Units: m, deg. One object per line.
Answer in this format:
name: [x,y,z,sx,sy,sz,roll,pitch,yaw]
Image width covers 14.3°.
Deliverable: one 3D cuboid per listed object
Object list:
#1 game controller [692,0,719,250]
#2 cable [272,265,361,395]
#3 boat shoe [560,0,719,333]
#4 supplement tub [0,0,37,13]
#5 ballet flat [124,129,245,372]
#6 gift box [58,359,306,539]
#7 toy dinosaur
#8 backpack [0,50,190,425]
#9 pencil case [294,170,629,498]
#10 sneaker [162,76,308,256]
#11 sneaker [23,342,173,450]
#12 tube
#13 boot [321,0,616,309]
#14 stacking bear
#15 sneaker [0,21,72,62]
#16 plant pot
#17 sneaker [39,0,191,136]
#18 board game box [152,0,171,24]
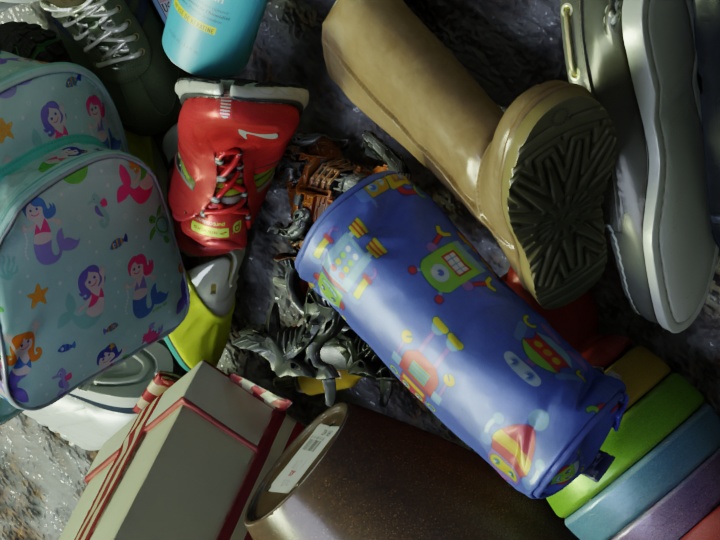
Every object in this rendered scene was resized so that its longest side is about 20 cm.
game controller: [0.224,-0.080,1.469,0.104,0.042,0.200,5,125,21]
cable: [0.028,0.037,1.735,0.199,0.050,0.097,6,107,24]
boat shoe: [0.146,-0.064,1.516,0.060,0.072,0.202,8,118,34]
supplement tub: [-0.166,-0.230,1.515,0.200,0.145,0.145,-31,98,39]
ballet flat: [-0.109,-0.026,1.777,0.067,0.067,0.200,-13,111,22]
gift box: [-0.080,0.175,1.784,0.184,0.187,0.200,37,144,-16]
toy dinosaur: [0.000,0.000,1.641,0.102,0.200,0.136,17,113,-24]
backpack: [-0.202,-0.023,1.677,0.150,0.177,0.200,10,122,47]
pencil case: [0.058,0.033,1.537,0.200,0.087,0.078,44,151,16]
sneaker: [-0.073,-0.056,1.644,0.077,0.085,0.200,4,164,-6]
sneaker: [-0.206,0.078,1.932,0.200,0.076,0.081,19,140,32]
tube: [-0.063,-0.196,1.567,0.077,0.050,0.200,34,132,18]
boot: [0.048,-0.090,1.517,0.200,0.066,0.175,50,159,30]
stacking bear: [0.137,0.083,1.612,0.200,0.114,0.121,50,139,6]
sneaker: [-0.196,-0.063,1.808,0.085,0.078,0.200,2,121,41]
plant pot: [0.037,0.174,1.672,0.200,0.187,0.187,41,140,-10]
sneaker: [-0.166,-0.164,1.673,0.067,0.090,0.201,-20,101,17]
board game box: [-0.065,-0.219,1.608,0.200,0.034,0.135,-12,111,45]
